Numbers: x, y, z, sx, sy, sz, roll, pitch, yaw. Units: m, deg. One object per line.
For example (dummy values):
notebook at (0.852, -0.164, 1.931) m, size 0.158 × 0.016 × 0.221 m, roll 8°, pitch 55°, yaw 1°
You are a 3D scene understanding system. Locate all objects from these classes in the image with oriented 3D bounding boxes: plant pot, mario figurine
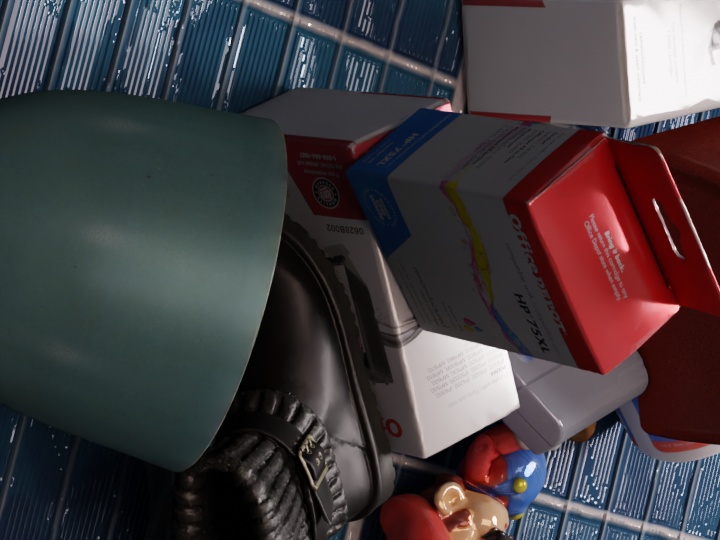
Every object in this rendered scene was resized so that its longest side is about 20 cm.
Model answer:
plant pot at (-0.150, -0.007, 1.494) m, size 0.161 × 0.201 × 0.201 m, roll 15°, pitch 85°, yaw -16°
plant pot at (0.300, 0.009, 1.743) m, size 0.200 × 0.176 × 0.200 m, roll -17°, pitch 111°, yaw -29°
mario figurine at (0.099, 0.149, 1.788) m, size 0.200 × 0.106 × 0.123 m, roll -49°, pitch 124°, yaw -28°

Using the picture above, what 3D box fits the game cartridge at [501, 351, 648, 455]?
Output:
game cartridge at (0.091, 0.012, 1.735) m, size 0.200 × 0.042 × 0.133 m, roll 58°, pitch 34°, yaw 5°

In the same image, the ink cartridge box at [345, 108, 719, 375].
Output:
ink cartridge box at (0.094, -0.016, 1.502) m, size 0.067 × 0.200 × 0.116 m, roll -40°, pitch 119°, yaw -25°

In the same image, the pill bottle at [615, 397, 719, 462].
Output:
pill bottle at (0.196, 0.021, 1.852) m, size 0.112 × 0.112 × 0.200 m, roll -46°, pitch 124°, yaw -28°

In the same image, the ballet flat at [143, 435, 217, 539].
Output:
ballet flat at (-0.093, 0.123, 1.638) m, size 0.073 × 0.073 × 0.200 m, roll -3°, pitch 97°, yaw -41°

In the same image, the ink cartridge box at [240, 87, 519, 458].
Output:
ink cartridge box at (0.000, 0.000, 1.653) m, size 0.083 × 0.147 × 0.200 m, roll -27°, pitch 112°, yaw -35°

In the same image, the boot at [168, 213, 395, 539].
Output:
boot at (-0.063, 0.077, 1.563) m, size 0.158 × 0.079 × 0.211 m, roll -32°, pitch 101°, yaw -53°

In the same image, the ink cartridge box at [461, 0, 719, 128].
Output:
ink cartridge box at (0.187, -0.150, 1.800) m, size 0.200 × 0.144 × 0.084 m, roll -13°, pitch 104°, yaw -41°
